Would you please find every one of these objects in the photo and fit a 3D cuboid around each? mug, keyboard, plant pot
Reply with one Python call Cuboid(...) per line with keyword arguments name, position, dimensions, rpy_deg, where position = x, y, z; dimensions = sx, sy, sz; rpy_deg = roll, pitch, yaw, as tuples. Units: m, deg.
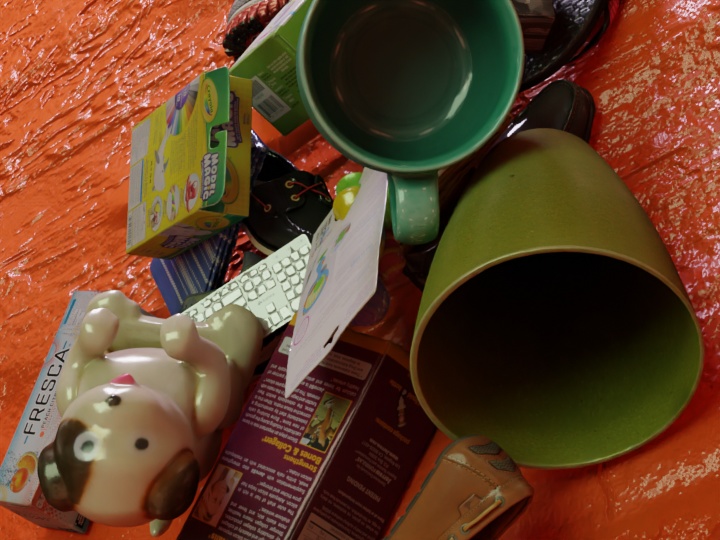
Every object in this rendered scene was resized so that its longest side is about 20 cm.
Cuboid(name="mug", position=(0.023, -0.128, 1.229), dimensions=(0.186, 0.152, 0.114), rpy_deg=(-60, 4, 0))
Cuboid(name="keyboard", position=(-0.113, 0.047, 1.402), dimensions=(0.200, 0.011, 0.056), rpy_deg=(-33, 61, 11))
Cuboid(name="plant pot", position=(0.126, -0.002, 1.211), dimensions=(0.187, 0.187, 0.200), rpy_deg=(-31, 32, 23))

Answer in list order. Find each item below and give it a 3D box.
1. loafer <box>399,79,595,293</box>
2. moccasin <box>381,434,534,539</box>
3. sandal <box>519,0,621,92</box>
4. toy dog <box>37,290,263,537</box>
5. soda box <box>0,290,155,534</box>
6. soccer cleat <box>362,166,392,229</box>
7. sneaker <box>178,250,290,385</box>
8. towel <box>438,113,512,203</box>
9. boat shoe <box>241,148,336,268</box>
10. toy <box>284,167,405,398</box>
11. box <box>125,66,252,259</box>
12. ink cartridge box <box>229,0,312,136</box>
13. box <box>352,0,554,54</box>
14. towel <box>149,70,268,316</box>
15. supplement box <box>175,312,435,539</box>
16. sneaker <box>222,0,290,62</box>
Cuboid(name="loafer", position=(0.103, -0.064, 1.335), dimensions=(0.073, 0.072, 0.200), rpy_deg=(26, 81, 50))
Cuboid(name="moccasin", position=(0.050, 0.204, 1.180), dimensions=(0.078, 0.074, 0.202), rpy_deg=(44, 112, 27))
Cuboid(name="sandal", position=(0.171, -0.202, 1.400), dimensions=(0.075, 0.045, 0.200), rpy_deg=(21, 63, 42))
Cuboid(name="toy dog", position=(-0.166, 0.115, 1.302), dimensions=(0.200, 0.139, 0.195), rpy_deg=(-65, -10, -76))
Cuboid(name="soda box", position=(-0.240, 0.119, 1.529), dimensions=(0.063, 0.068, 0.201), rpy_deg=(1, 63, 43))
Cuboid(name="soccer cleat", position=(0.037, -0.125, 1.450), dimensions=(0.081, 0.067, 0.201), rpy_deg=(-12, 54, 53))
Cuboid(name="sneaker", position=(-0.126, 0.067, 1.446), dimensions=(0.200, 0.074, 0.081), rpy_deg=(-39, 63, 5))
Cuboid(name="towel", position=(0.051, -0.126, 1.351), dimensions=(0.086, 0.018, 0.200), rpy_deg=(-45, 33, 10))
Cuboid(name="boat shoe", position=(-0.058, -0.051, 1.467), dimensions=(0.201, 0.073, 0.063), rpy_deg=(37, 119, 52))
Cuboid(name="toy", position=(0.000, 0.000, 1.284), dimensions=(0.115, 0.047, 0.200), rpy_deg=(-52, 21, 32))
Cuboid(name="box", position=(-0.136, -0.086, 1.458), dimensions=(0.200, 0.048, 0.118), rpy_deg=(156, 118, -63))
Cuboid(name="ink cartridge box", position=(-0.009, -0.219, 1.476), dimensions=(0.200, 0.076, 0.148), rpy_deg=(-52, 11, -20))
Cuboid(name="box", position=(0.052, -0.257, 1.366), dimensions=(0.050, 0.157, 0.201), rpy_deg=(110, 156, -57))
Cuboid(name="towel", position=(-0.130, -0.048, 1.513), dimensions=(0.145, 0.024, 0.201), rpy_deg=(55, 132, 52))
Cuboid(name="supplement box", position=(-0.034, 0.145, 1.306), dimensions=(0.110, 0.086, 0.201), rpy_deg=(14, 72, 47))
Cuboid(name="sneaker", position=(-0.047, -0.265, 1.612), dimensions=(0.199, 0.078, 0.082), rpy_deg=(-26, 46, 27))
